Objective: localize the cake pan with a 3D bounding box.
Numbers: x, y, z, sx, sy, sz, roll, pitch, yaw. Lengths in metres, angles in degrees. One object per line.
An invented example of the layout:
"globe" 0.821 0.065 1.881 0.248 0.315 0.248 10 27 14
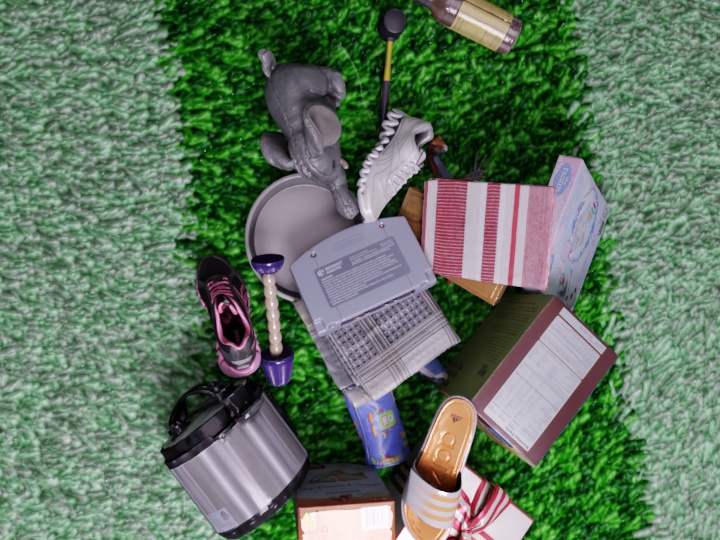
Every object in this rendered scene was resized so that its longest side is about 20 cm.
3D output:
"cake pan" -0.084 -0.051 1.019 0.195 0.037 0.205 0 89 -9

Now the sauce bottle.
"sauce bottle" 0.166 -0.425 1.051 0.197 0.065 0.066 25 86 -8

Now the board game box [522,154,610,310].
"board game box" 0.324 -0.046 1.019 0.043 0.198 0.204 19 84 35

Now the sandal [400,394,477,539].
"sandal" 0.101 0.270 0.859 0.078 0.059 0.211 15 94 15

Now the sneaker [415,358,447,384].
"sneaker" 0.071 0.097 1.018 0.077 0.076 0.200 -44 90 -10

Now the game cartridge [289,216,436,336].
"game cartridge" 0.000 0.000 0.969 0.197 0.041 0.135 -23 73 -10

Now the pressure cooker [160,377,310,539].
"pressure cooker" -0.187 0.253 0.928 0.175 0.179 0.201 -37 95 -5

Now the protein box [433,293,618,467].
"protein box" 0.244 0.156 0.986 0.135 0.198 0.201 41 84 -5

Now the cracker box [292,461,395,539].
"cracker box" -0.032 0.335 0.940 0.131 0.200 0.059 -1 88 -9

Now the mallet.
"mallet" 0.042 -0.316 1.048 0.040 0.066 0.205 5 103 -7

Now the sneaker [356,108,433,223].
"sneaker" 0.052 -0.161 0.991 0.079 0.075 0.203 15 68 19

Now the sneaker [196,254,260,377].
"sneaker" -0.197 0.051 0.946 0.078 0.096 0.203 -19 63 -13

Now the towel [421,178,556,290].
"towel" 0.183 -0.057 0.940 0.196 0.023 0.148 9 103 29

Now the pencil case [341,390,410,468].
"pencil case" 0.014 0.209 1.009 0.086 0.077 0.204 -20 92 -38

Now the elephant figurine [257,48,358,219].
"elephant figurine" -0.075 -0.196 0.945 0.151 0.142 0.204 0 65 -10

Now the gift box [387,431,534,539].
"gift box" 0.119 0.372 0.971 0.198 0.187 0.187 33 84 -8

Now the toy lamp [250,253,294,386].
"toy lamp" -0.132 0.078 0.980 0.057 0.058 0.205 -4 108 -9

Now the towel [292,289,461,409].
"towel" 0.022 0.079 0.969 0.198 0.035 0.194 -31 76 -11

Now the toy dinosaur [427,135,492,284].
"toy dinosaur" 0.148 -0.115 1.035 0.181 0.105 0.200 45 93 11

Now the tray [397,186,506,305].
"tray" 0.144 -0.041 0.994 0.198 0.037 0.100 31 110 23
